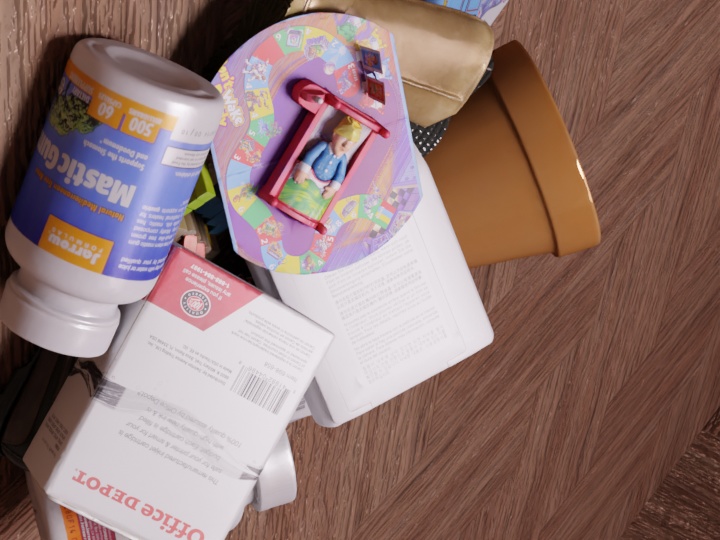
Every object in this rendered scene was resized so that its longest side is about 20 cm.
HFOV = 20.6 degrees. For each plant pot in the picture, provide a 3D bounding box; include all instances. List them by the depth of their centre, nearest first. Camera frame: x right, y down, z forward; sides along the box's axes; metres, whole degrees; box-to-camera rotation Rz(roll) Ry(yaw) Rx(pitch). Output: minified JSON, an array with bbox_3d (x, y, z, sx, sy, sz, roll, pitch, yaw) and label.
[{"bbox_3d":[0.116,-0.089,1.790,0.139,0.201,0.200,-23,154,-1],"label":"plant pot"}]

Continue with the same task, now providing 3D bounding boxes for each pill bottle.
[{"bbox_3d":[-0.177,-0.047,1.353,0.112,0.112,0.201,-10,126,-65],"label":"pill bottle"},{"bbox_3d":[-0.157,0.164,1.555,0.198,0.110,0.110,-14,142,-14],"label":"pill bottle"}]

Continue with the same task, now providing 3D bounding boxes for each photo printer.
[{"bbox_3d":[0.000,0.000,1.563,0.166,0.069,0.201,-28,109,-13],"label":"photo printer"}]

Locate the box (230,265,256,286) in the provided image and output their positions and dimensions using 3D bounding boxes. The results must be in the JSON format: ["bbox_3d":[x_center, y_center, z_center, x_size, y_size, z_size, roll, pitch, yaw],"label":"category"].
[{"bbox_3d":[-0.075,0.045,1.685,0.199,0.038,0.137,-26,146,-10],"label":"box"}]

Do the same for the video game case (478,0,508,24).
[{"bbox_3d":[0.124,-0.310,1.865,0.144,0.018,0.200,-55,159,-18],"label":"video game case"}]

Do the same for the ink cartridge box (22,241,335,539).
[{"bbox_3d":[-0.134,0.095,1.445,0.201,0.144,0.084,-61,-157,-2],"label":"ink cartridge box"}]

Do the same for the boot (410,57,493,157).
[{"bbox_3d":[0.022,-0.132,1.717,0.130,0.068,0.200,-20,-162,50],"label":"boot"}]

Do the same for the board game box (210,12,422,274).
[{"bbox_3d":[-0.028,-0.087,1.461,0.157,0.039,0.202,-19,114,-17],"label":"board game box"}]

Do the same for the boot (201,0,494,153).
[{"bbox_3d":[-0.013,-0.143,1.531,0.199,0.066,0.176,15,122,-39],"label":"boot"}]

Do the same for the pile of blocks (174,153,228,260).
[{"bbox_3d":[-0.127,-0.041,1.501,0.081,0.063,0.200,-19,155,1],"label":"pile of blocks"}]

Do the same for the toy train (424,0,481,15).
[{"bbox_3d":[0.043,-0.252,1.615,0.200,0.086,0.115,-19,128,-61],"label":"toy train"}]

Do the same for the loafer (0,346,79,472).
[{"bbox_3d":[-0.208,0.061,1.489,0.201,0.063,0.072,-61,158,1],"label":"loafer"}]

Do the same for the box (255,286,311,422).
[{"bbox_3d":[-0.131,0.094,1.629,0.199,0.041,0.157,-22,144,-19],"label":"box"}]
